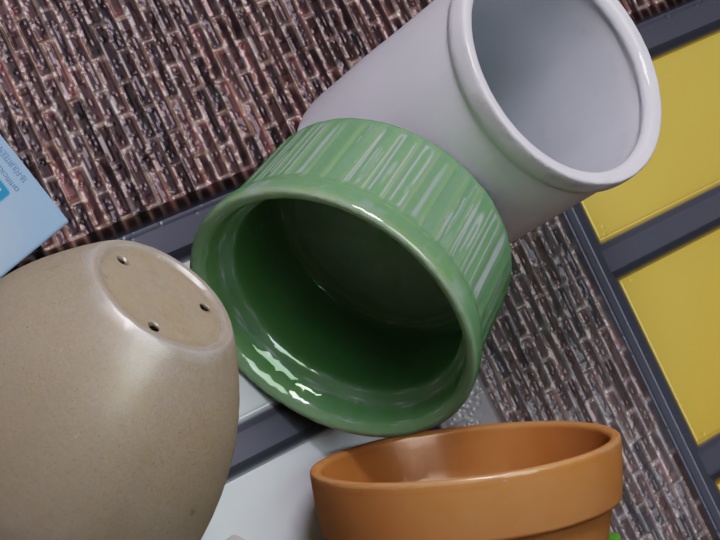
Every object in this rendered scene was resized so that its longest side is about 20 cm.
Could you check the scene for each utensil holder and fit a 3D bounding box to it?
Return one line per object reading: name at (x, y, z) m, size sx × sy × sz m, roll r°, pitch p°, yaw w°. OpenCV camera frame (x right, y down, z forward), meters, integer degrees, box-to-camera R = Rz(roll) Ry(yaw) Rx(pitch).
utensil holder at (0.072, -0.096, 1.468) m, size 0.169 × 0.200 × 0.171 m, roll 19°, pitch 57°, yaw -32°

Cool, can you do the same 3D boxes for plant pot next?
plant pot at (0.075, 0.182, 1.399) m, size 0.199 × 0.199 × 0.141 m, roll -11°, pitch 95°, yaw -36°
plant pot at (-0.147, 0.063, 1.262) m, size 0.199 × 0.135 × 0.201 m, roll 28°, pitch 27°, yaw -16°

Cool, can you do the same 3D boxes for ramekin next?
ramekin at (0.000, 0.000, 1.404) m, size 0.200 × 0.200 × 0.098 m, roll 45°, pitch 47°, yaw -12°

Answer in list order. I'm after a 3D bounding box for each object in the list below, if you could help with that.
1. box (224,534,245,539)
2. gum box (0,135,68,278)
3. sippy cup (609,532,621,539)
box at (-0.028, 0.236, 1.291) m, size 0.068 × 0.199 × 0.083 m, roll -29°, pitch 125°, yaw -36°
gum box at (-0.299, -0.036, 1.307) m, size 0.170 × 0.044 × 0.200 m, roll 52°, pitch 53°, yaw -8°
sippy cup at (0.198, 0.271, 1.475) m, size 0.177 × 0.130 × 0.140 m, roll 33°, pitch 57°, yaw -19°
